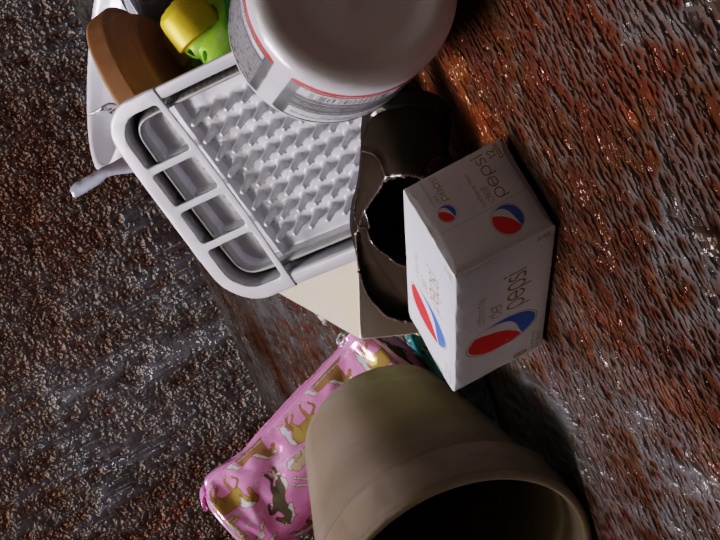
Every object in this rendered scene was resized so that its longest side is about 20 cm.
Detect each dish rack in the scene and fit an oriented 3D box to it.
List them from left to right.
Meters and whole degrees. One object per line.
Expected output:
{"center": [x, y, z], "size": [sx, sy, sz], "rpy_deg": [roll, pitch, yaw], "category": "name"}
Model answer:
{"center": [-0.049, -0.079, 1.523], "size": [0.172, 0.199, 0.044], "rpy_deg": [54, -144, -21], "category": "dish rack"}

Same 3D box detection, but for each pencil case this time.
{"center": [-0.033, 0.129, 1.747], "size": [0.087, 0.200, 0.083], "rpy_deg": [48, -168, 22], "category": "pencil case"}

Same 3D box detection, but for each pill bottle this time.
{"center": [-0.016, -0.145, 1.296], "size": [0.117, 0.115, 0.200], "rpy_deg": [63, 172, -1], "category": "pill bottle"}

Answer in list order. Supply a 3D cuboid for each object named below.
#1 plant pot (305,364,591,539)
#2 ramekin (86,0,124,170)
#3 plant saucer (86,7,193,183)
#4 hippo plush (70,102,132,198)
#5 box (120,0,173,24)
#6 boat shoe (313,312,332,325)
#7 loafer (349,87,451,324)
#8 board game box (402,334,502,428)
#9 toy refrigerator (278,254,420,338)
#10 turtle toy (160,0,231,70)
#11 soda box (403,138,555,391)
{"center": [0.041, 0.164, 1.637], "size": [0.174, 0.199, 0.201], "rpy_deg": [-120, 8, -46], "category": "plant pot"}
{"center": [-0.172, -0.180, 1.990], "size": [0.200, 0.097, 0.203], "rpy_deg": [-177, 90, -72], "category": "ramekin"}
{"center": [-0.121, -0.111, 1.665], "size": [0.201, 0.032, 0.201], "rpy_deg": [50, -167, -16], "category": "plant saucer"}
{"center": [-0.091, -0.107, 1.816], "size": [0.160, 0.199, 0.160], "rpy_deg": [36, 125, 27], "category": "hippo plush"}
{"center": [-0.146, -0.276, 1.715], "size": [0.133, 0.114, 0.200], "rpy_deg": [58, 171, 26], "category": "box"}
{"center": [-0.023, -0.006, 1.919], "size": [0.074, 0.074, 0.200], "rpy_deg": [62, 170, 8], "category": "boat shoe"}
{"center": [0.024, -0.026, 1.448], "size": [0.201, 0.072, 0.072], "rpy_deg": [82, -170, -51], "category": "loafer"}
{"center": [0.065, 0.073, 1.764], "size": [0.135, 0.028, 0.201], "rpy_deg": [53, 167, 55], "category": "board game box"}
{"center": [0.000, 0.000, 1.655], "size": [0.200, 0.075, 0.071], "rpy_deg": [-156, 63, -68], "category": "toy refrigerator"}
{"center": [-0.060, -0.146, 1.596], "size": [0.146, 0.101, 0.200], "rpy_deg": [53, 175, 0], "category": "turtle toy"}
{"center": [0.069, 0.001, 1.375], "size": [0.064, 0.068, 0.200], "rpy_deg": [60, 171, 21], "category": "soda box"}
